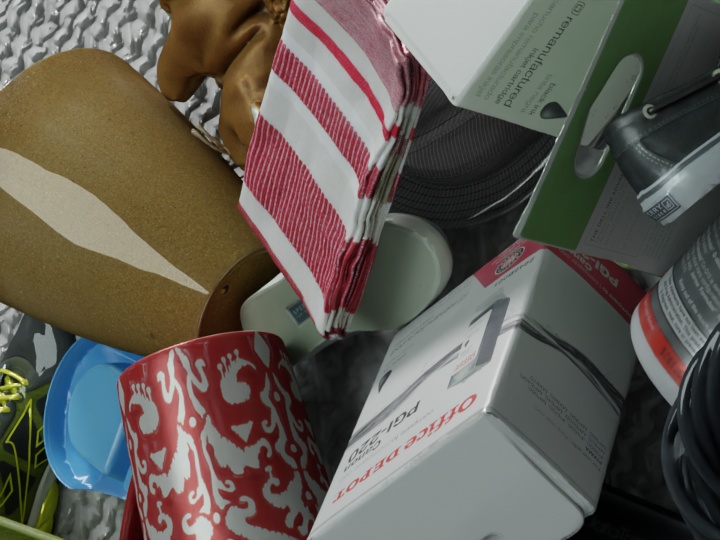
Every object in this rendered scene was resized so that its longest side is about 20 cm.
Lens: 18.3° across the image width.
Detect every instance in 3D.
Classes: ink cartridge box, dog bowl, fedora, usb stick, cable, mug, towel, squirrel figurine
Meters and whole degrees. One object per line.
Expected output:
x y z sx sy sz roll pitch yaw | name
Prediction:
0.134 -0.146 1.186 0.146 0.199 0.084 -54 50 22 | ink cartridge box
-0.139 0.115 1.511 0.200 0.049 0.112 29 101 47 | dog bowl
0.048 -0.124 1.296 0.177 0.090 0.200 40 99 10 | fedora
0.148 0.152 1.204 0.199 0.033 0.056 19 87 47 | usb stick
0.155 -0.072 1.143 0.048 0.199 0.146 33 104 43 | ink cartridge box
0.225 0.092 1.063 0.163 0.051 0.201 -25 100 28 | cable
-0.093 0.155 1.354 0.176 0.133 0.201 -19 74 13 | mug
-0.021 -0.079 1.279 0.144 0.023 0.201 55 139 42 | towel
0.067 0.080 1.204 0.145 0.085 0.200 -39 16 33 | ink cartridge box
-0.057 -0.166 1.440 0.200 0.141 0.188 -41 60 35 | squirrel figurine

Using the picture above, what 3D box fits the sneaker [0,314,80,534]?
-0.250 0.118 1.599 0.074 0.084 0.202 10 89 45 | sneaker

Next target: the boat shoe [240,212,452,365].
0.000 0.001 1.364 0.070 0.071 0.200 56 143 -5 | boat shoe

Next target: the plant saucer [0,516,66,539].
-0.247 0.269 1.534 0.199 0.048 0.201 18 93 14 | plant saucer

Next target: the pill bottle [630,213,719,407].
0.236 -0.007 1.103 0.200 0.115 0.116 -50 49 25 | pill bottle

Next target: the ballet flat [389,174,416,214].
0.038 -0.129 1.382 0.063 0.068 0.201 18 91 63 | ballet flat

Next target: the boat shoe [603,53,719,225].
0.199 -0.096 1.090 0.057 0.200 0.069 52 151 3 | boat shoe

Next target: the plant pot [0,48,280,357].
-0.141 -0.021 1.478 0.199 0.186 0.187 32 103 30 | plant pot
